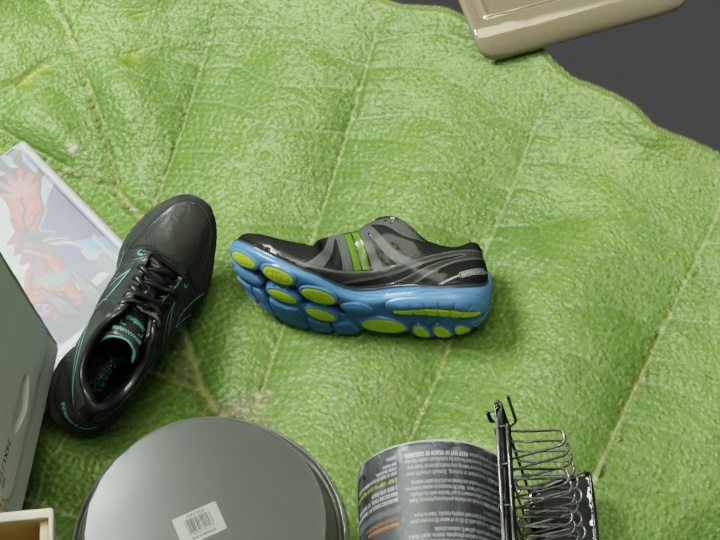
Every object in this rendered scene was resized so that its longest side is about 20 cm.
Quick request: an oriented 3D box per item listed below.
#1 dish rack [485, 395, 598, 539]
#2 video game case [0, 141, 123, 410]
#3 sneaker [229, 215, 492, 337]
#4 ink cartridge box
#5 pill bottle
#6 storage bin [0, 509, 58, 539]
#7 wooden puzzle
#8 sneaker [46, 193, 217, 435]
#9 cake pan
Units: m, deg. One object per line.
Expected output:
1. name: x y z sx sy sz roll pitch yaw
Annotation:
1. dish rack: 0.122 0.177 1.231 0.054 0.200 0.154 -9 59 10
2. video game case: -0.271 0.015 1.449 0.182 0.023 0.200 -39 64 -18
3. sneaker: 0.000 0.000 1.418 0.199 0.071 0.083 6 55 2
4. ink cartridge box: -0.336 0.079 1.312 0.199 0.146 0.147 1 59 11
5. pill bottle: 0.052 0.223 1.258 0.106 0.106 0.201 -3 60 2
6. storage bin: -0.291 0.273 1.238 0.199 0.094 0.199 -5 68 1
7. wooden puzzle: 0.158 -0.279 1.589 0.184 0.037 0.201 -16 64 -6
8. sneaker: -0.157 0.032 1.381 0.075 0.079 0.201 30 75 -12
9. cake pan: -0.109 0.188 1.329 0.199 0.037 0.201 -2 60 3
